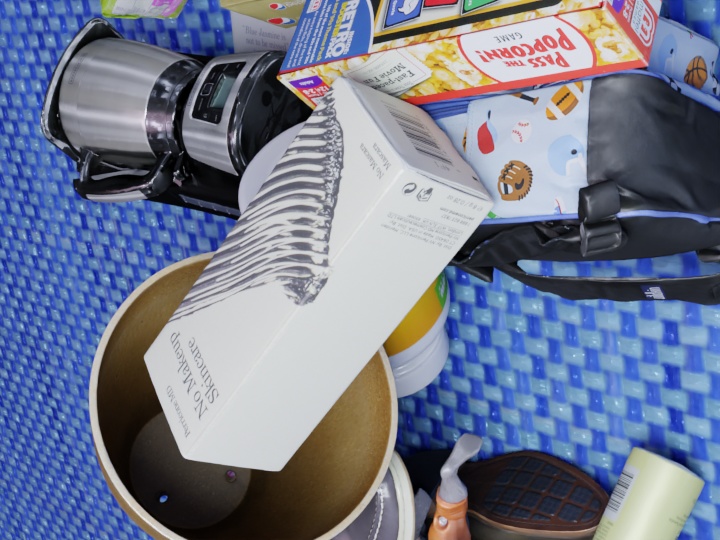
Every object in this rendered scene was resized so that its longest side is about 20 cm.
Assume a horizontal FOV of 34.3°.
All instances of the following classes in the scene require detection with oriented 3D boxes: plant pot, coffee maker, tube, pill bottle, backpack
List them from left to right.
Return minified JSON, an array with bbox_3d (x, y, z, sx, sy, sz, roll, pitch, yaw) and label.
[{"bbox_3d":[-0.094,0.109,0.771,0.187,0.186,0.200,57,154,8],"label":"plant pot"},{"bbox_3d":[-0.106,-0.107,0.892,0.199,0.192,0.136,14,98,32],"label":"coffee maker"},{"bbox_3d":[0.000,0.000,0.811,0.111,0.111,0.201,25,153,36],"label":"pill bottle"},{"bbox_3d":[0.109,-0.060,0.648,0.190,0.199,0.155,-12,74,41],"label":"backpack"},{"bbox_3d":[0.158,0.214,0.752,0.201,0.058,0.052,-63,28,-4],"label":"tube"}]

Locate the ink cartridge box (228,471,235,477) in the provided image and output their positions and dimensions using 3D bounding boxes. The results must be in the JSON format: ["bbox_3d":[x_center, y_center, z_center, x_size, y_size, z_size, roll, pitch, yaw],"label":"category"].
[{"bbox_3d":[-0.118,0.145,0.996,0.200,0.042,0.120,-146,34,-72],"label":"ink cartridge box"}]

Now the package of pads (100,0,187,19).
[{"bbox_3d":[-0.145,-0.291,0.844,0.200,0.068,0.156,-40,58,55],"label":"package of pads"}]

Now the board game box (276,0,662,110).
[{"bbox_3d":[0.061,-0.163,0.592,0.199,0.152,0.046,-2,152,42],"label":"board game box"}]

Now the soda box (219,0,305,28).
[{"bbox_3d":[-0.043,-0.262,0.738,0.064,0.068,0.202,-1,87,37],"label":"soda box"}]

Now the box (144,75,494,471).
[{"bbox_3d":[-0.027,0.007,0.602,0.200,0.068,0.082,-53,46,22],"label":"box"}]

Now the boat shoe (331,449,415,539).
[{"bbox_3d":[-0.019,0.197,0.792,0.201,0.064,0.072,113,145,-41],"label":"boat shoe"}]

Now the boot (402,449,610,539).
[{"bbox_3d":[0.115,0.192,0.876,0.199,0.075,0.097,1,128,47],"label":"boot"}]

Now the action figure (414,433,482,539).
[{"bbox_3d":[0.038,0.197,0.814,0.200,0.104,0.194,44,134,11],"label":"action figure"}]

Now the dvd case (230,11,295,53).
[{"bbox_3d":[-0.051,-0.240,0.852,0.142,0.017,0.201,19,123,41],"label":"dvd case"}]
